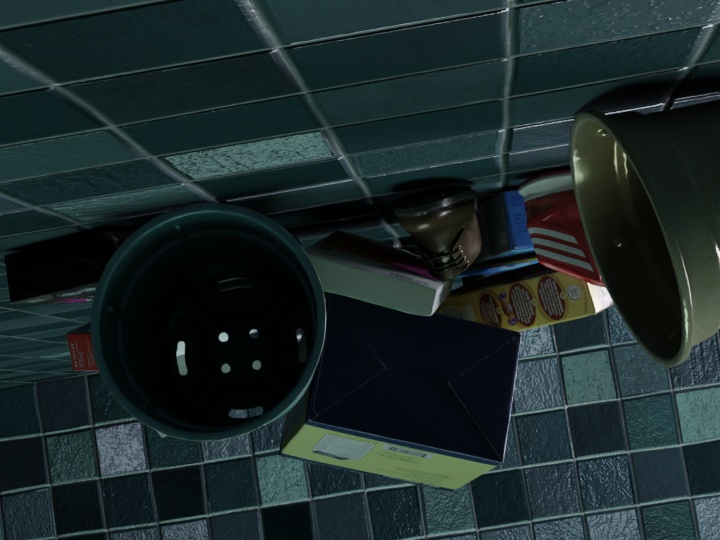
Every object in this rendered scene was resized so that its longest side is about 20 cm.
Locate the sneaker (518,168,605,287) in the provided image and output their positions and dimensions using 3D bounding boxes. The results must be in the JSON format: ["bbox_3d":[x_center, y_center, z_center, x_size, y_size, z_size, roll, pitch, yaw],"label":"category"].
[{"bbox_3d":[0.255,-0.045,1.469,0.199,0.116,0.078,-10,175,9],"label":"sneaker"}]

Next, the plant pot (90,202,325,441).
[{"bbox_3d":[-0.121,0.061,1.395,0.199,0.201,0.196,-9,168,2],"label":"plant pot"}]

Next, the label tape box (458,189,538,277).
[{"bbox_3d":[0.181,-0.044,1.635,0.144,0.064,0.200,-8,175,-18],"label":"label tape box"}]

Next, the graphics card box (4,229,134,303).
[{"bbox_3d":[-0.224,-0.003,1.485,0.125,0.051,0.200,-11,173,29],"label":"graphics card box"}]

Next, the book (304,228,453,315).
[{"bbox_3d":[0.020,0.004,1.542,0.133,0.048,0.200,15,-173,8],"label":"book"}]

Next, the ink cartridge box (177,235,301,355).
[{"bbox_3d":[-0.145,0.031,1.609,0.199,0.044,0.094,-17,-146,-6],"label":"ink cartridge box"}]

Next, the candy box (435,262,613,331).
[{"bbox_3d":[0.180,0.026,1.622,0.199,0.057,0.117,-17,-177,39],"label":"candy box"}]

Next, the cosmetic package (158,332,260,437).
[{"bbox_3d":[-0.173,0.107,1.706,0.200,0.083,0.051,-29,-162,39],"label":"cosmetic package"}]

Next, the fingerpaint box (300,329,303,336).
[{"bbox_3d":[0.019,0.077,1.923,0.166,0.074,0.200,-6,177,-8],"label":"fingerpaint box"}]

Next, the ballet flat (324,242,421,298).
[{"bbox_3d":[0.000,0.000,1.859,0.199,0.073,0.073,-3,175,0],"label":"ballet flat"}]

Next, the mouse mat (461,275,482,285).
[{"bbox_3d":[0.218,-0.012,1.877,0.199,0.008,0.161,-9,-150,1],"label":"mouse mat"}]

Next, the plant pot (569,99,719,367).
[{"bbox_3d":[0.280,-0.053,1.173,0.183,0.201,0.200,-20,176,-7],"label":"plant pot"}]

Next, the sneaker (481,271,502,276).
[{"bbox_3d":[0.229,-0.032,1.813,0.199,0.079,0.075,-12,-140,-3],"label":"sneaker"}]

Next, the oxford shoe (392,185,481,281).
[{"bbox_3d":[0.082,-0.035,1.480,0.072,0.085,0.200,-9,174,18],"label":"oxford shoe"}]

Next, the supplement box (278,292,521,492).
[{"bbox_3d":[0.035,0.128,1.587,0.199,0.135,0.200,13,162,-8],"label":"supplement box"}]

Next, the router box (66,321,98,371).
[{"bbox_3d":[-0.220,0.069,1.871,0.179,0.049,0.200,-2,-166,28],"label":"router box"}]

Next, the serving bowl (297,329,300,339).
[{"bbox_3d":[-0.013,0.058,2.400,0.199,0.066,0.200,-9,175,-1],"label":"serving bowl"}]

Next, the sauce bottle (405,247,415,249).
[{"bbox_3d":[0.010,0.009,1.942,0.199,0.065,0.065,-5,174,-12],"label":"sauce bottle"}]
